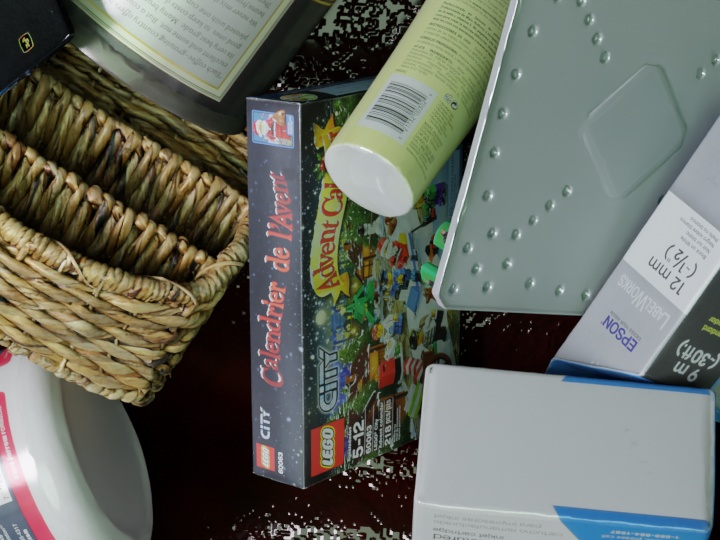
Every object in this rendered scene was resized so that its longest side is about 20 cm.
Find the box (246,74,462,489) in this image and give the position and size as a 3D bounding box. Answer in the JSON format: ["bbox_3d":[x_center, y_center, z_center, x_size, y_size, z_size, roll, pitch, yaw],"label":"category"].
[{"bbox_3d":[0.000,0.000,0.934,0.038,0.137,0.200,11,109,37],"label":"box"}]

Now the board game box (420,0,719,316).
[{"bbox_3d":[0.133,-0.074,0.903,0.200,0.026,0.200,3,108,-37],"label":"board game box"}]

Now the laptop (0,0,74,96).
[{"bbox_3d":[-0.263,-0.138,0.831,0.200,0.103,0.177,-31,76,28],"label":"laptop"}]

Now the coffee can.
[{"bbox_3d":[-0.060,-0.190,0.881,0.146,0.146,0.200,37,104,-6],"label":"coffee can"}]

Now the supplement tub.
[{"bbox_3d":[-0.229,0.131,0.979,0.200,0.140,0.141,-21,102,9],"label":"supplement tub"}]

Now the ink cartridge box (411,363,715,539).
[{"bbox_3d":[0.100,0.139,0.932,0.146,0.084,0.200,4,146,4],"label":"ink cartridge box"}]

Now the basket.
[{"bbox_3d":[-0.153,-0.045,0.927,0.200,0.143,0.149,33,105,-5],"label":"basket"}]

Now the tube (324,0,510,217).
[{"bbox_3d":[0.053,-0.114,0.900,0.052,0.200,0.058,12,146,36],"label":"tube"}]

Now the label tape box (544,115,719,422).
[{"bbox_3d":[0.195,0.031,0.929,0.143,0.066,0.200,22,106,-39],"label":"label tape box"}]
